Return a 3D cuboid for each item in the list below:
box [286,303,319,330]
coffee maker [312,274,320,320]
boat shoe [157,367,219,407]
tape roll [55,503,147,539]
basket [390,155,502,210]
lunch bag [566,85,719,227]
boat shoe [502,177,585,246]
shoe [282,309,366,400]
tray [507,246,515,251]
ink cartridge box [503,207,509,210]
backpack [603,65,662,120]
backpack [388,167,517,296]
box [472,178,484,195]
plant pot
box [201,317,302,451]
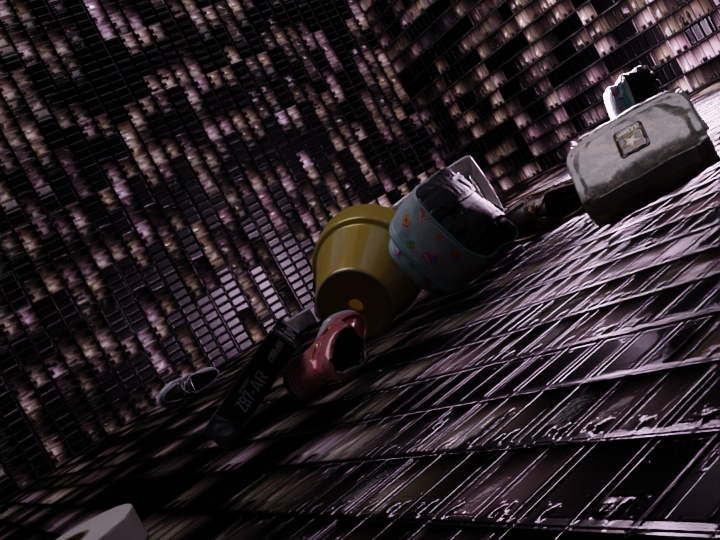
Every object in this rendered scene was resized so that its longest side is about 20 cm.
[{"bbox_3d":[-0.152,0.138,2.560,0.158,0.049,0.199,-31,1,-42],"label":"box"},{"bbox_3d":[0.000,0.000,1.602,0.133,0.195,0.199,-8,-12,-43],"label":"coffee maker"},{"bbox_3d":[-0.513,0.348,2.415,0.198,0.073,0.068,-23,-2,-19],"label":"boat shoe"},{"bbox_3d":[-0.297,0.294,0.764,0.201,0.037,0.203,-31,1,1],"label":"tape roll"},{"bbox_3d":[0.163,-0.116,1.633,0.199,0.137,0.123,-33,0,-12],"label":"basket"},{"bbox_3d":[0.353,-0.142,1.013,0.163,0.119,0.200,-28,8,23],"label":"lunch bag"},{"bbox_3d":[0.303,-0.100,1.312,0.198,0.071,0.070,-30,-2,15],"label":"boat shoe"},{"bbox_3d":[-0.021,0.103,1.099,0.090,0.072,0.200,-27,9,35],"label":"shoe"},{"bbox_3d":[0.218,-0.035,1.447,0.198,0.022,0.108,-30,18,25],"label":"tray"},{"bbox_3d":[0.252,-0.067,1.617,0.161,0.057,0.200,-33,7,-2],"label":"ink cartridge box"},{"bbox_3d":[0.794,-0.484,2.338,0.149,0.180,0.200,-24,-1,14],"label":"backpack"},{"bbox_3d":[0.131,-0.053,1.254,0.154,0.176,0.200,-47,-6,24],"label":"backpack"},{"bbox_3d":[0.369,-0.219,2.525,0.037,0.138,0.200,-29,1,1],"label":"box"},{"bbox_3d":[0.005,0.016,1.355,0.199,0.202,0.189,-29,18,23],"label":"plant pot"},{"bbox_3d":[-0.143,0.150,1.114,0.161,0.043,0.200,-56,2,0],"label":"box"}]
